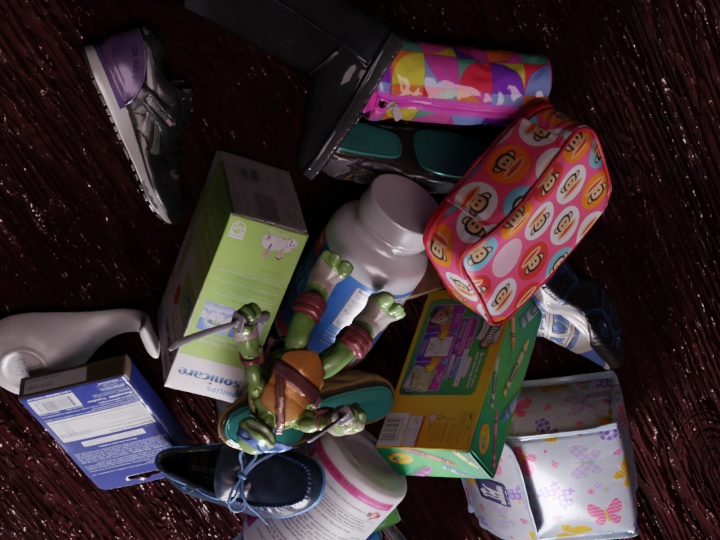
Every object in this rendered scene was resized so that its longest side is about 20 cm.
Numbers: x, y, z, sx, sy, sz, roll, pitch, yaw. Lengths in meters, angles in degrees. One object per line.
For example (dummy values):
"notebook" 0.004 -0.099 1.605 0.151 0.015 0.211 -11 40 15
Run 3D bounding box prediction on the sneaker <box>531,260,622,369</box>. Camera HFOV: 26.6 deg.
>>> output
"sneaker" 0.221 0.045 1.679 0.077 0.076 0.200 -23 128 34

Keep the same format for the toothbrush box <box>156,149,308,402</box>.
"toothbrush box" -0.132 0.006 1.526 0.085 0.146 0.202 14 116 -18

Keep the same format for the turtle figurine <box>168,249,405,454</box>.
"turtle figurine" -0.045 0.077 1.406 0.195 0.143 0.201 -55 151 -22

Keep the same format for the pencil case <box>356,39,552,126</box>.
"pencil case" 0.091 -0.180 1.508 0.197 0.089 0.089 1 119 -13

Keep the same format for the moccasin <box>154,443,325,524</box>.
"moccasin" -0.129 0.216 1.561 0.198 0.082 0.068 -4 162 34

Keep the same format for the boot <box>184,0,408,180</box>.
"boot" -0.080 -0.205 1.419 0.199 0.066 0.166 33 91 -2

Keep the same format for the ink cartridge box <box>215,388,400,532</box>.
"ink cartridge box" -0.058 0.210 1.692 0.144 0.084 0.201 -21 121 1

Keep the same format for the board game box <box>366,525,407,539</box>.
"board game box" 0.053 0.387 1.750 0.056 0.196 0.201 -32 120 8

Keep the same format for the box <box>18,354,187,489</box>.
"box" -0.263 0.165 1.616 0.120 0.033 0.201 -13 140 11

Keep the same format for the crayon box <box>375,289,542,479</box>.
"crayon box" 0.104 0.114 1.587 0.118 0.202 0.058 -3 143 37

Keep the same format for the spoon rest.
"spoon rest" -0.301 0.079 1.586 0.198 0.061 0.100 -11 121 13

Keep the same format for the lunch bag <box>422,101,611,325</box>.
"lunch bag" 0.163 -0.048 1.504 0.200 0.082 0.177 -47 143 -10

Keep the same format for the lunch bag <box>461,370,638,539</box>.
"lunch bag" 0.208 0.222 1.730 0.197 0.128 0.171 -6 121 15

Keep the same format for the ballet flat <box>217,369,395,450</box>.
"ballet flat" -0.061 0.140 1.546 0.198 0.063 0.070 -5 110 -27

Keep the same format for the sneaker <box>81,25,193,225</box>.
"sneaker" -0.193 -0.139 1.477 0.087 0.076 0.202 -23 121 -5

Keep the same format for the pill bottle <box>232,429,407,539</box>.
"pill bottle" -0.053 0.264 1.607 0.113 0.114 0.200 32 109 -26

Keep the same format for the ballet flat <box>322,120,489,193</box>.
"ballet flat" 0.043 -0.111 1.555 0.198 0.072 0.073 9 117 -16

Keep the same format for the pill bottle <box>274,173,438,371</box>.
"pill bottle" 0.000 0.000 1.546 0.111 0.113 0.201 19 128 -21

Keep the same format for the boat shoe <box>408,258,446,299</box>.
"boat shoe" 0.097 -0.020 1.606 0.199 0.068 0.072 -30 121 6
